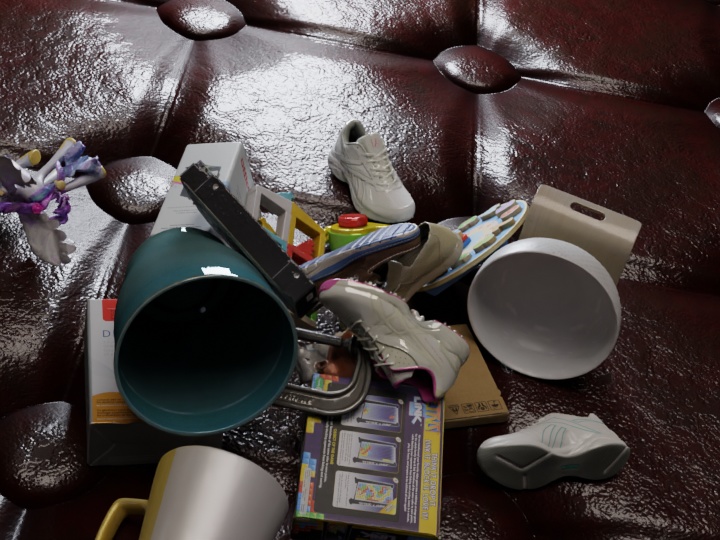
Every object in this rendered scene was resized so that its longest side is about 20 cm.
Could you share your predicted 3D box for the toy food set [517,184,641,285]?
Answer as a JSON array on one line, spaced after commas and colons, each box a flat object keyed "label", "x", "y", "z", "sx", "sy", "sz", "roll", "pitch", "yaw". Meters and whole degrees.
[{"label": "toy food set", "x": 0.277, "y": -0.005, "z": 1.668, "sx": 0.143, "sy": 0.201, "sz": 0.060, "roll": 22, "pitch": 36, "yaw": 11}]

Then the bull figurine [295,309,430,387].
[{"label": "bull figurine", "x": 0.013, "y": 0.104, "z": 1.542, "sx": 0.199, "sy": 0.065, "sz": 0.122, "roll": 13, "pitch": 56, "yaw": 1}]

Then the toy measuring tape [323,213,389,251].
[{"label": "toy measuring tape", "x": 0.018, "y": -0.039, "z": 1.712, "sx": 0.199, "sy": 0.074, "sz": 0.073, "roll": 9, "pitch": 33, "yaw": 40}]

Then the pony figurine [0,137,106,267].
[{"label": "pony figurine", "x": -0.442, "y": -0.102, "z": 1.661, "sx": 0.192, "sy": 0.167, "sz": 0.200, "roll": 2, "pitch": 33, "yaw": 41}]

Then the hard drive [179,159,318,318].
[{"label": "hard drive", "x": -0.129, "y": -0.033, "z": 1.452, "sx": 0.038, "sy": 0.140, "sz": 0.200, "roll": -41, "pitch": 84, "yaw": -7}]

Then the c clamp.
[{"label": "c clamp", "x": -0.075, "y": 0.094, "z": 1.487, "sx": 0.199, "sy": 0.027, "sz": 0.171, "roll": 16, "pitch": 50, "yaw": 12}]

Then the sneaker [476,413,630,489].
[{"label": "sneaker", "x": 0.227, "y": 0.217, "z": 1.519, "sx": 0.199, "sy": 0.071, "sz": 0.080, "roll": 1, "pitch": 33, "yaw": -22}]

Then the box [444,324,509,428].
[{"label": "box", "x": 0.072, "y": 0.139, "z": 1.593, "sx": 0.199, "sy": 0.021, "sz": 0.164, "roll": -5, "pitch": 43, "yaw": -18}]

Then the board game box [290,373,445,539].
[{"label": "board game box", "x": 0.011, "y": 0.223, "z": 1.440, "sx": 0.164, "sy": 0.057, "sz": 0.201, "roll": 9, "pitch": 49, "yaw": -3}]

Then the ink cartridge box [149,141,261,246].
[{"label": "ink cartridge box", "x": -0.200, "y": -0.054, "z": 1.640, "sx": 0.082, "sy": 0.146, "sz": 0.201, "roll": -2, "pitch": 39, "yaw": 11}]

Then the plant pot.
[{"label": "plant pot", "x": -0.189, "y": 0.051, "z": 1.398, "sx": 0.199, "sy": 0.201, "sz": 0.188, "roll": -3, "pitch": 28, "yaw": -17}]

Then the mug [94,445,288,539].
[{"label": "mug", "x": -0.178, "y": 0.296, "z": 1.298, "sx": 0.149, "sy": 0.186, "sz": 0.154, "roll": 37, "pitch": 46, "yaw": -21}]

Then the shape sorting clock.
[{"label": "shape sorting clock", "x": 0.145, "y": -0.037, "z": 1.700, "sx": 0.039, "sy": 0.200, "sz": 0.200, "roll": 50, "pitch": 43, "yaw": -11}]

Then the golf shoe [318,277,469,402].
[{"label": "golf shoe", "x": 0.033, "y": 0.081, "z": 1.460, "sx": 0.199, "sy": 0.075, "sz": 0.092, "roll": 29, "pitch": 62, "yaw": -8}]

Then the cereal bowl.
[{"label": "cereal bowl", "x": 0.244, "y": 0.039, "z": 1.616, "sx": 0.199, "sy": 0.201, "sz": 0.083, "roll": 20, "pitch": 38, "yaw": 8}]

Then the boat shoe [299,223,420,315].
[{"label": "boat shoe", "x": 0.000, "y": 0.000, "z": 1.580, "sx": 0.073, "sy": 0.199, "sz": 0.072, "roll": 63, "pitch": 31, "yaw": -9}]

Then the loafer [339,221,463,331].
[{"label": "loafer", "x": 0.041, "y": 0.003, "z": 1.632, "sx": 0.200, "sy": 0.068, "sz": 0.076, "roll": -41, "pitch": 36, "yaw": 6}]

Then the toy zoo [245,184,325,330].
[{"label": "toy zoo", "x": -0.104, "y": -0.028, "z": 1.660, "sx": 0.131, "sy": 0.020, "sz": 0.201, "roll": 34, "pitch": 43, "yaw": -31}]

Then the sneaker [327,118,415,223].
[{"label": "sneaker", "x": 0.017, "y": -0.152, "z": 1.844, "sx": 0.078, "sy": 0.100, "sz": 0.200, "roll": -18, "pitch": 50, "yaw": -30}]

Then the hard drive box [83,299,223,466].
[{"label": "hard drive box", "x": -0.251, "y": 0.130, "z": 1.482, "sx": 0.155, "sy": 0.077, "sz": 0.201, "roll": 0, "pitch": 42, "yaw": -15}]
